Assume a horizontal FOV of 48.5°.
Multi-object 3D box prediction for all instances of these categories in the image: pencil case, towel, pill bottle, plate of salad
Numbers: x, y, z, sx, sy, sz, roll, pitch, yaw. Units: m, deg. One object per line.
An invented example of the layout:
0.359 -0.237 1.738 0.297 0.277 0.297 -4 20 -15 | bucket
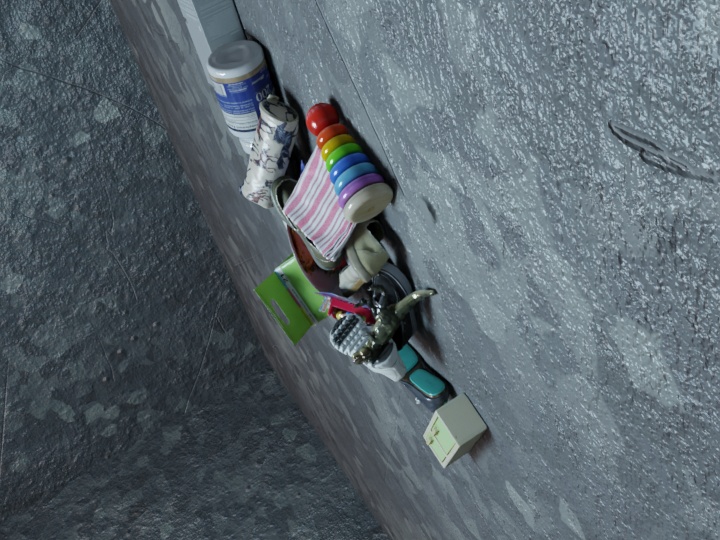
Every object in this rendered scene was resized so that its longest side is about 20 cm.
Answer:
-0.173 -0.223 1.506 0.090 0.077 0.202 47 132 36 | pencil case
-0.061 -0.122 1.362 0.030 0.147 0.200 18 -161 -40 | towel
-0.215 -0.326 1.533 0.111 0.110 0.201 47 160 42 | pill bottle
-0.090 -0.051 1.634 0.201 0.048 0.202 52 -154 -38 | plate of salad

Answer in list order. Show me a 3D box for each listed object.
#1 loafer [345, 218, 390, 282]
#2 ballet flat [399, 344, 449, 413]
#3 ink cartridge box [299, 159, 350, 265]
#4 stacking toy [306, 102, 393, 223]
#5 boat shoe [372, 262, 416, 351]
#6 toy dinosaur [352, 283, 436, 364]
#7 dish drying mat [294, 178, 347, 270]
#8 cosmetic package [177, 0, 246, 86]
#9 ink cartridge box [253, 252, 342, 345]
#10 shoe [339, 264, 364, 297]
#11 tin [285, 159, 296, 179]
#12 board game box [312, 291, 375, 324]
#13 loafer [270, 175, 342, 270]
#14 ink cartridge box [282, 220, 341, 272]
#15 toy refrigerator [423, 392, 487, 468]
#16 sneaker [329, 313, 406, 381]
0.003 -0.069 1.363 0.076 0.068 0.202 55 -167 -53 | loafer
0.104 0.207 1.527 0.200 0.073 0.074 40 155 50 | ballet flat
-0.052 -0.112 1.516 0.201 0.042 0.120 56 166 12 | ink cartridge box
-0.030 -0.177 1.251 0.202 0.085 0.086 60 166 19 | stacking toy
0.051 0.069 1.400 0.069 0.067 0.201 15 145 24 | boat shoe
0.038 0.070 1.334 0.088 0.047 0.200 45 120 7 | toy dinosaur
-0.085 -0.093 1.576 0.018 0.076 0.201 -39 79 38 | dish drying mat
-0.280 -0.459 1.562 0.107 0.089 0.202 39 151 49 | cosmetic package
-0.115 0.044 1.663 0.149 0.075 0.200 55 -152 -8 | ink cartridge box
0.000 0.000 1.491 0.054 0.070 0.200 51 156 -1 | shoe
-0.156 -0.185 1.669 0.113 0.041 0.202 -92 -10 -46 | tin
-0.014 0.087 1.568 0.156 0.039 0.200 21 174 -16 | board game box
-0.092 -0.094 1.492 0.201 0.075 0.070 52 163 -6 | loafer
-0.111 -0.053 1.839 0.162 0.047 0.200 63 169 -12 | ink cartridge box
0.169 0.300 1.471 0.076 0.069 0.201 55 165 19 | toy refrigerator
0.012 0.143 1.456 0.081 0.075 0.199 47 172 -36 | sneaker
